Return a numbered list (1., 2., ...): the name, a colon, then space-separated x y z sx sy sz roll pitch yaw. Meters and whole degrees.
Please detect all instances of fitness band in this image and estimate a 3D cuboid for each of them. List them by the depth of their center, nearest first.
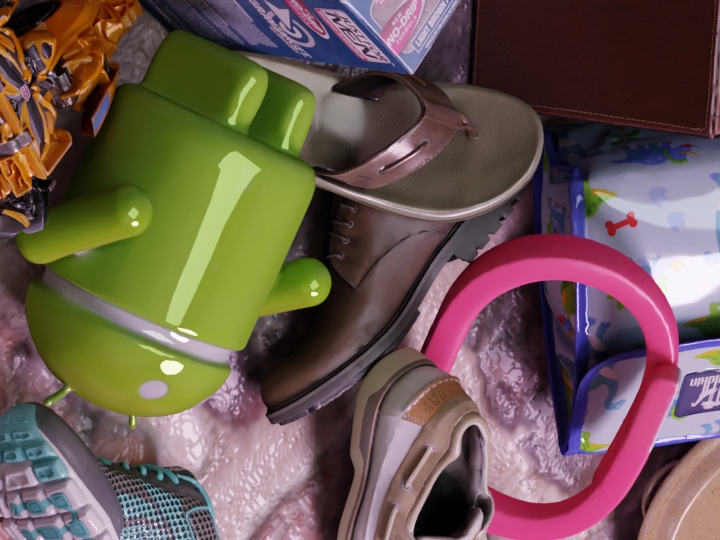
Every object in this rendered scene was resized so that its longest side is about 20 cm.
1. fitness band: 0.102 0.068 1.372 0.037 0.143 0.201 -66 178 -56

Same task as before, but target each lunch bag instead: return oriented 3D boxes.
1. lunch bag: 0.196 0.012 1.434 0.169 0.128 0.201 -7 114 -7

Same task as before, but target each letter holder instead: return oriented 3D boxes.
1. letter holder: 0.165 -0.157 1.355 0.100 0.199 0.143 -6 101 -37

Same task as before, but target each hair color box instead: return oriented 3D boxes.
1. hair color box: -0.027 -0.161 1.202 0.061 0.199 0.100 44 72 -35

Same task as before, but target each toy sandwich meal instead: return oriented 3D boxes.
1. toy sandwich meal: 0.256 0.157 1.562 0.204 0.070 0.207 -12 120 -21

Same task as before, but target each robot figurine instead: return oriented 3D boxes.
1. robot figurine: -0.165 -0.107 1.134 0.200 0.058 0.146 -75 144 -55
2. robot figurine: -0.097 -0.016 1.220 0.175 0.115 0.201 22 94 -55

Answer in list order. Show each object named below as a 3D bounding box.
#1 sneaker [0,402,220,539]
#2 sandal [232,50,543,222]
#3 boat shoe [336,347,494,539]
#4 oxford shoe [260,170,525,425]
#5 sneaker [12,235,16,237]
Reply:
1. sneaker: -0.125 0.131 1.272 0.201 0.077 0.091 58 48 -34
2. sandal: 0.007 -0.075 1.297 0.199 0.057 0.080 8 76 -18
3. boat shoe: 0.034 0.140 1.355 0.075 0.068 0.201 -32 139 -30
4. oxford shoe: 0.000 0.000 1.349 0.084 0.073 0.200 42 73 -11
5. sneaker: -0.218 -0.091 1.148 0.080 0.074 0.200 -54 125 -24
